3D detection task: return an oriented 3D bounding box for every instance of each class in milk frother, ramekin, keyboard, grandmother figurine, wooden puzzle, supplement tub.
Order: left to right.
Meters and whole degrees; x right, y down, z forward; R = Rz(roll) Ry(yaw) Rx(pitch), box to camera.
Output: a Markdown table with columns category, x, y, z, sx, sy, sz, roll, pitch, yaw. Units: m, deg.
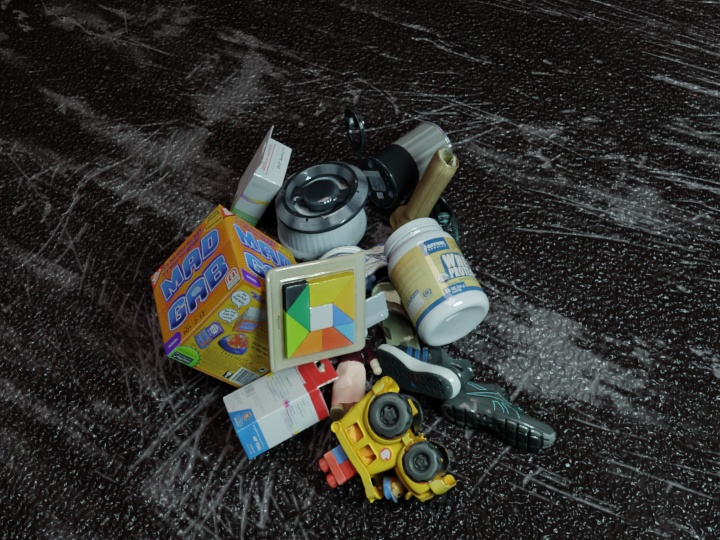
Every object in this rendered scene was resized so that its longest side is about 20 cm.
| category | x | y | z | sx | sy | sz | roll | pitch | yaw |
| --- | --- | --- | --- | --- | --- | --- | --- | --- | --- |
| ramekin | -0.088 | -0.127 | 1.639 | 0.195 | 0.099 | 0.204 | -5 | 51 | 6 |
| wooden puzzle | -0.070 | 0.073 | 1.325 | 0.196 | 0.190 | 0.037 | -13 | 26 | -28 |
| keyboard | -0.036 | 0.103 | 1.392 | 0.197 | 0.057 | 0.011 | -27 | 31 | -18 |
| grandmother figurine | -0.020 | 0.177 | 1.413 | 0.118 | 0.061 | 0.203 | 5 | 49 | 3 |
| milk frother | 0.072 | -0.273 | 1.653 | 0.179 | 0.204 | 0.187 | 27 | 50 | 37 |
| supplement tub | 0.136 | 0.020 | 1.436 | 0.142 | 0.146 | 0.203 | -22 | 61 | -9 |

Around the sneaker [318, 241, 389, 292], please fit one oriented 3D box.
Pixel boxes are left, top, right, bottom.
| category | x | y | z | sx | sy | sz | roll | pitch | yaw |
| --- | --- | --- | --- | --- | --- | --- | --- | --- | --- |
| sneaker | 0.000 | 0.000 | 1.539 | 0.194 | 0.078 | 0.087 | -11 | 54 | 1 |

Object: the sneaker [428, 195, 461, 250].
| category | x | y | z | sx | sy | sz | roll | pitch | yaw |
| --- | --- | --- | --- | --- | --- | --- | --- | --- | --- |
| sneaker | 0.165 | -0.064 | 1.560 | 0.073 | 0.080 | 0.204 | -9 | 52 | 0 |

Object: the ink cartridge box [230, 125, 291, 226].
| category | x | y | z | sx | sy | sz | roll | pitch | yaw |
| --- | --- | --- | --- | --- | --- | --- | --- | --- | --- |
| ink cartridge box | -0.208 | -0.199 | 1.652 | 0.066 | 0.200 | 0.119 | 23 | 50 | -17 |

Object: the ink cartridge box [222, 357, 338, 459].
| category | x | y | z | sx | sy | sz | roll | pitch | yaw |
| --- | --- | --- | --- | --- | --- | --- | --- | --- | --- |
| ink cartridge box | -0.132 | 0.230 | 1.356 | 0.196 | 0.068 | 0.116 | -26 | 29 | -11 |

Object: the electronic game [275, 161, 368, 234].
| category | x | y | z | sx | sy | sz | roll | pitch | yaw |
| --- | --- | --- | --- | --- | --- | --- | --- | --- | --- |
| electronic game | -0.078 | -0.151 | 1.565 | 0.194 | 0.042 | 0.203 | -9 | 47 | 9 |

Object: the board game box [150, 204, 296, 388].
| category | x | y | z | sx | sy | sz | roll | pitch | yaw |
| --- | --- | --- | --- | --- | --- | --- | --- | --- | --- |
| board game box | -0.229 | 0.053 | 1.396 | 0.199 | 0.199 | 0.202 | -42 | 45 | 15 |

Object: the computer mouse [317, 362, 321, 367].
| category | x | y | z | sx | sy | sz | roll | pitch | yaw |
| --- | --- | --- | --- | --- | --- | --- | --- | --- | --- |
| computer mouse | -0.074 | 0.115 | 1.491 | 0.057 | 0.034 | 0.204 | 3 | 58 | 6 |

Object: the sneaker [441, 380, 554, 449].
| category | x | y | z | sx | sy | sz | roll | pitch | yaw |
| --- | --- | --- | --- | --- | --- | --- | --- | --- | --- |
| sneaker | 0.236 | 0.234 | 1.301 | 0.196 | 0.076 | 0.080 | 19 | 54 | 22 |

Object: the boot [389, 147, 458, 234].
| category | x | y | z | sx | sy | sz | roll | pitch | yaw |
| --- | --- | --- | --- | --- | --- | --- | --- | --- | --- |
| boot | 0.130 | -0.153 | 1.541 | 0.065 | 0.203 | 0.176 | 22 | 27 | -11 |

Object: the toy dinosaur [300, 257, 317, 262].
| category | x | y | z | sx | sy | sz | roll | pitch | yaw |
| --- | --- | --- | --- | --- | --- | --- | --- | --- | --- |
| toy dinosaur | -0.049 | 0.026 | 1.469 | 0.087 | 0.048 | 0.201 | 20 | 18 | -28 |

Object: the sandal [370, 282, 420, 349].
| category | x | y | z | sx | sy | sz | roll | pitch | yaw |
| --- | --- | --- | --- | --- | --- | --- | --- | --- | --- |
| sandal | 0.071 | 0.100 | 1.454 | 0.078 | 0.058 | 0.204 | -18 | 53 | 0 |

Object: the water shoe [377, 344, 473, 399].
| category | x | y | z | sx | sy | sz | roll | pitch | yaw |
| --- | --- | --- | --- | --- | --- | --- | --- | --- | --- |
| water shoe | 0.112 | 0.170 | 1.350 | 0.078 | 0.073 | 0.198 | -26 | 29 | -33 |

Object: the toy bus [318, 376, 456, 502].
| category | x | y | z | sx | sy | sz | roll | pitch | yaw |
| --- | --- | --- | --- | --- | --- | --- | --- | --- | --- |
| toy bus | 0.035 | 0.306 | 1.253 | 0.190 | 0.136 | 0.202 | -36 | 72 | 4 |
